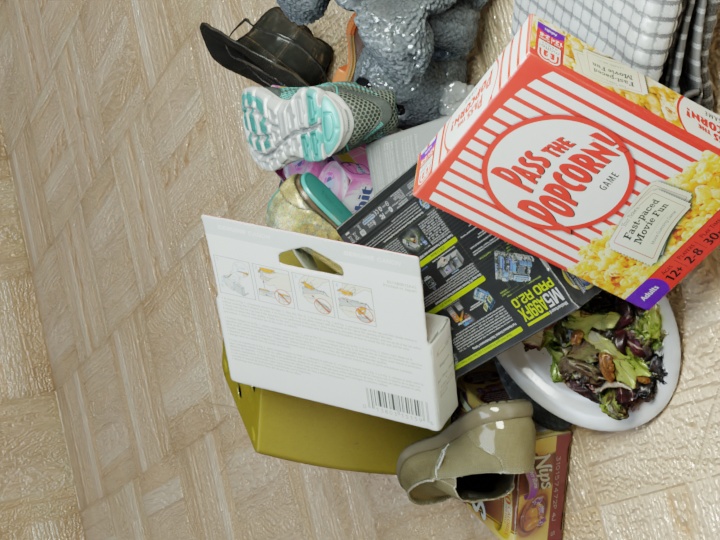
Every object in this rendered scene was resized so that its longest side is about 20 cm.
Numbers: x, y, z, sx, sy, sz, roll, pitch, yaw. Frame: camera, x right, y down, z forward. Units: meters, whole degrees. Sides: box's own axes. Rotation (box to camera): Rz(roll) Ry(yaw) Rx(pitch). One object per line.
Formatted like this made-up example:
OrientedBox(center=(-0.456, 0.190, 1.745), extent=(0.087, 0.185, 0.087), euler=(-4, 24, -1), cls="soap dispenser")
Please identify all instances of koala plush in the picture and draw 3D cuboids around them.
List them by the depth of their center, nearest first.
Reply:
OrientedBox(center=(0.048, -0.203, 1.432), extent=(0.177, 0.184, 0.200), euler=(35, 150, 37), cls="koala plush")

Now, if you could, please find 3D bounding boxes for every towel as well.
OrientedBox(center=(0.190, -0.199, 1.171), extent=(0.200, 0.086, 0.166), euler=(-129, 39, -51), cls="towel")

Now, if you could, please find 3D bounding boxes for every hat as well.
OrientedBox(center=(-0.084, -0.238, 1.757), extent=(0.081, 0.201, 0.201), euler=(-57, 27, -5), cls="hat")

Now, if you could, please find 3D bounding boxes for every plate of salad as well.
OrientedBox(center=(0.164, 0.044, 1.286), extent=(0.200, 0.048, 0.200), euler=(24, 129, 34), cls="plate of salad")

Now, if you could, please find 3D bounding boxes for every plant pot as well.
OrientedBox(center=(-0.028, 0.068, 1.508), extent=(0.200, 0.176, 0.200), euler=(-119, 29, -50), cls="plant pot")

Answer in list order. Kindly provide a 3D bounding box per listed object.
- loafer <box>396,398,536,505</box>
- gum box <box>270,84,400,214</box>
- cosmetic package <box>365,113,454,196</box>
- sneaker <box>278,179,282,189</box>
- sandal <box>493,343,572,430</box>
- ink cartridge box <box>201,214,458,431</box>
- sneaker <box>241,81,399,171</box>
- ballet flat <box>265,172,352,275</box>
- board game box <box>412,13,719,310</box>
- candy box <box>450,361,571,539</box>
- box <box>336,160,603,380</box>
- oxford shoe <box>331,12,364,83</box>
OrientedBox(center=(0.090, 0.172, 1.400), extent=(0.200, 0.076, 0.067), euler=(129, 135, -58), cls="loafer")
OrientedBox(center=(-0.011, -0.099, 1.492), extent=(0.200, 0.113, 0.066), euler=(53, 128, 49), cls="gum box")
OrientedBox(center=(0.107, -0.088, 1.315), extent=(0.200, 0.107, 0.090), euler=(-17, 82, 50), cls="cosmetic package")
OrientedBox(center=(-0.044, -0.129, 1.690), extent=(0.200, 0.070, 0.109), euler=(-79, 5, -59), cls="sneaker")
OrientedBox(center=(0.140, 0.043, 1.382), extent=(0.075, 0.048, 0.200), euler=(-22, 102, 39), cls="sandal")
OrientedBox(center=(-0.025, 0.033, 1.303), extent=(0.200, 0.044, 0.174), euler=(12, 128, 25), cls="ink cartridge box")
OrientedBox(center=(-0.036, -0.128, 1.393), extent=(0.200, 0.091, 0.078), euler=(14, 115, 60), cls="sneaker")
OrientedBox(center=(0.000, 0.000, 1.375), extent=(0.200, 0.071, 0.071), euler=(42, 157, -9), cls="ballet flat")
OrientedBox(center=(0.160, -0.069, 1.107), extent=(0.152, 0.200, 0.046), euler=(-52, 19, 42), cls="board game box")
OrientedBox(center=(0.118, 0.158, 1.494), extent=(0.200, 0.056, 0.117), euler=(39, 133, 55), cls="candy box")
OrientedBox(center=(0.082, -0.013, 1.257), extent=(0.160, 0.044, 0.200), euler=(54, 146, 1), cls="box")
OrientedBox(center=(0.028, -0.210, 1.573), extent=(0.073, 0.071, 0.200), euler=(47, 148, 20), cls="oxford shoe")
